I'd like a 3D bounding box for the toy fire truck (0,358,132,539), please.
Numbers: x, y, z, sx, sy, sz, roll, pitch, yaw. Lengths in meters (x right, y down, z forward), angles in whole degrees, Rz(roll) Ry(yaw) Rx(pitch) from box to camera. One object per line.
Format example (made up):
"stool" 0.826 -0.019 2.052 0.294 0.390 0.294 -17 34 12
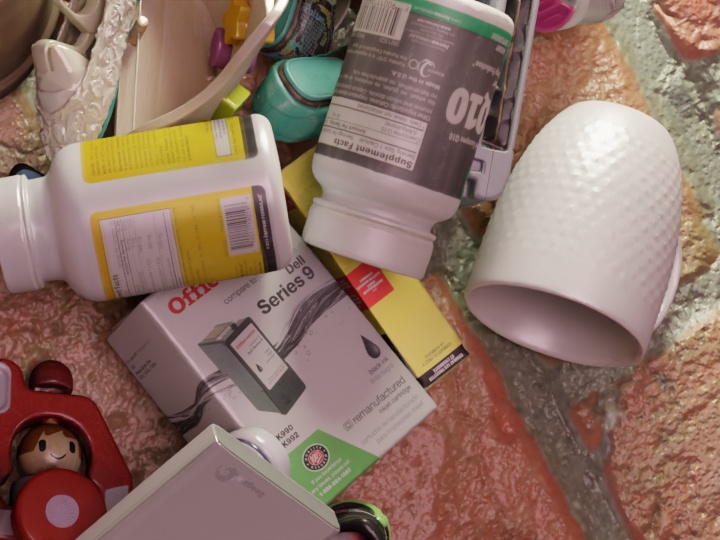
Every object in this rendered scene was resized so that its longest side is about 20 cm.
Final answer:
"toy fire truck" -0.262 0.138 1.486 0.199 0.112 0.169 6 65 -18

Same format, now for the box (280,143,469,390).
"box" 0.000 0.000 1.590 0.050 0.075 0.200 -36 97 -17

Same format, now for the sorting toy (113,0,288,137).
"sorting toy" -0.102 -0.187 1.498 0.106 0.180 0.201 13 62 -26

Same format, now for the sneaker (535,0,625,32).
"sneaker" 0.162 -0.280 1.670 0.088 0.081 0.201 7 71 -44

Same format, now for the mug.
"mug" 0.191 -0.023 1.629 0.200 0.147 0.176 38 65 -42

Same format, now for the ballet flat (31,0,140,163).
"ballet flat" -0.203 -0.173 1.494 0.071 0.072 0.201 19 87 -15

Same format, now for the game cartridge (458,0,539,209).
"game cartridge" 0.095 -0.147 1.601 0.041 0.133 0.201 11 85 -8

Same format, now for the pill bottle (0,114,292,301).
"pill bottle" -0.152 -0.040 1.446 0.199 0.112 0.113 -9 88 -4

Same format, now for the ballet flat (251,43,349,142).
"ballet flat" -0.016 -0.135 1.593 0.200 0.070 0.068 -13 68 -51

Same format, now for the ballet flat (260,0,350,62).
"ballet flat" -0.029 -0.250 1.617 0.074 0.074 0.201 19 81 -15

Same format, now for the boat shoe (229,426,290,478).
"boat shoe" -0.118 0.189 1.476 0.072 0.200 0.062 44 36 9

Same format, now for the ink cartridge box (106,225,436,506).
"ink cartridge box" -0.066 0.075 1.528 0.146 0.084 0.200 -39 89 -33

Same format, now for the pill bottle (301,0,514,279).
"pill bottle" 0.031 -0.103 1.503 0.113 0.113 0.201 17 92 -15

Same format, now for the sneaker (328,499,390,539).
"sneaker" -0.057 0.241 1.478 0.077 0.084 0.200 42 82 -2

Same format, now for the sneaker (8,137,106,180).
"sneaker" -0.170 -0.058 1.542 0.199 0.078 0.090 -7 83 -18

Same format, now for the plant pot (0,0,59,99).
"plant pot" -0.300 -0.218 1.465 0.199 0.173 0.201 1 85 -17

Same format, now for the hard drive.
"hard drive" -0.130 0.204 1.430 0.200 0.026 0.132 -40 127 14
